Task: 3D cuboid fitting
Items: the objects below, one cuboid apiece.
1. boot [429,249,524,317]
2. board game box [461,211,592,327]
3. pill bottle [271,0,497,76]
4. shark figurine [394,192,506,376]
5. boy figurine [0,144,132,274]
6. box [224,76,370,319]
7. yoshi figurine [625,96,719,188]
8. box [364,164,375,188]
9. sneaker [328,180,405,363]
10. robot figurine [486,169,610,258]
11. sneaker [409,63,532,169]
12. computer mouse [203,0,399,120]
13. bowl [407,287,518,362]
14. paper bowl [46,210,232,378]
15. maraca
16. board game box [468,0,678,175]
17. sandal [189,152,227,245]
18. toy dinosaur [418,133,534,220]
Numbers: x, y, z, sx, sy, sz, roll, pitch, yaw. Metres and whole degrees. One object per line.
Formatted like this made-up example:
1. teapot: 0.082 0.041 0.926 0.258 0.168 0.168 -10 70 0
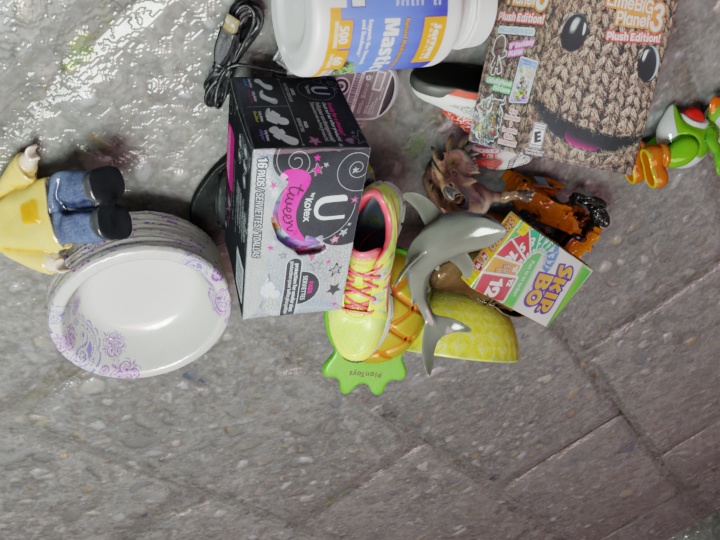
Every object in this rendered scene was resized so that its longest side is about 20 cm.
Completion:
1. boot: 0.169 0.017 0.945 0.196 0.077 0.074 2 146 -32
2. board game box: 0.212 0.006 0.896 0.198 0.030 0.096 23 109 -45
3. pill bottle: 0.026 -0.243 0.674 0.196 0.113 0.114 -12 138 -24
4. shark figurine: 0.068 0.010 0.798 0.089 0.127 0.217 -42 157 -37
5. boy figurine: -0.324 -0.058 0.721 0.195 0.064 0.128 -5 97 17
6. box: -0.069 -0.070 0.731 0.112 0.134 0.203 -5 133 -18
7. yoshi figurine: 0.461 -0.160 0.981 0.196 0.114 0.112 -24 155 -3
8. box: -0.006 -0.051 0.911 0.074 0.051 0.202 -21 139 -3
9. sneaker: 0.000 0.000 0.796 0.076 0.206 0.090 7 -178 8
10. robot figurine: 0.253 -0.064 1.010 0.197 0.059 0.146 16 125 -35
11. sneaker: 0.135 -0.170 0.841 0.197 0.068 0.110 -3 132 -26
12. computer mouse: -0.055 -0.201 0.743 0.195 0.044 0.111 7 125 -23
13. bowl: 0.129 0.061 1.026 0.196 0.199 0.111 8 87 -30
14. paper bowl: -0.250 0.019 0.828 0.196 0.106 0.204 -12 137 -12
15. maraca: 0.018 0.064 0.904 0.133 0.107 0.205 5 112 -13
16. board game box: 0.218 -0.216 0.751 0.156 0.097 0.205 3 105 -27
17. sandal: -0.127 -0.097 0.809 0.074 0.049 0.201 18 124 -37
18. toy dinosaur: 0.108 -0.099 0.865 0.134 0.199 0.087 36 83 -22
